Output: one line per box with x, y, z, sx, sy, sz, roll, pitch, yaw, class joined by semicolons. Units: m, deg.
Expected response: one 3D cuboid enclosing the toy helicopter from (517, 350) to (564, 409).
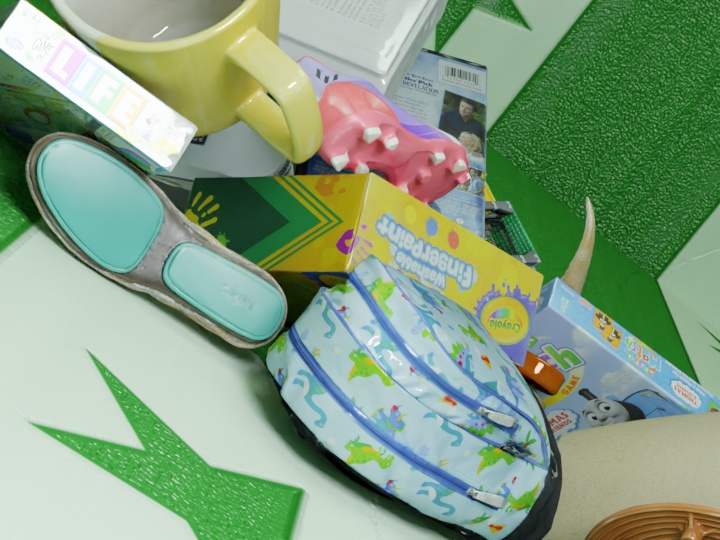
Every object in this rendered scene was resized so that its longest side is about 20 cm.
0.050;0.061;1.636;0.199;0.079;0.132;28;-7;27;toy helicopter

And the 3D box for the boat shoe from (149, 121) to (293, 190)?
-0.139;-0.089;1.548;0.199;0.071;0.070;13;-26;14;boat shoe

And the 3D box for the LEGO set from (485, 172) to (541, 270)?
0.038;-0.036;1.713;0.116;0.153;0.201;-2;69;-53;LEGO set

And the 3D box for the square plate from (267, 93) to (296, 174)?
-0.091;-0.105;1.689;0.198;0.029;0.200;34;-18;3;square plate

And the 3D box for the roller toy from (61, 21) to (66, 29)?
-0.148;-0.221;1.798;0.139;0.201;0.183;19;20;-35;roller toy

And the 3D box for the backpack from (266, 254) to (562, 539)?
0.032;0.079;1.365;0.199;0.154;0.164;16;31;-34;backpack

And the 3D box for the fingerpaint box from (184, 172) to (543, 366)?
0.000;0.000;1.496;0.166;0.074;0.200;1;-19;42;fingerpaint box

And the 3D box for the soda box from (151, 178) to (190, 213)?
-0.126;-0.082;1.631;0.200;0.068;0.063;38;6;-6;soda box

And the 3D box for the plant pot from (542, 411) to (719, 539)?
0.226;0.171;1.469;0.199;0.189;0.187;9;5;13;plant pot

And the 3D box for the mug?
-0.111;-0.146;1.371;0.153;0.148;0.188;80;-2;-62;mug

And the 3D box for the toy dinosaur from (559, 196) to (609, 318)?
0.156;0.047;1.741;0.101;0.200;0.058;30;27;-15;toy dinosaur

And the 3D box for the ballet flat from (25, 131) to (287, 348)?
-0.136;-0.015;1.376;0.200;0.068;0.067;40;-10;-19;ballet flat

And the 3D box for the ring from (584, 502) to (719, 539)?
0.229;0.220;1.378;0.200;0.200;0.019;37;52;-10;ring

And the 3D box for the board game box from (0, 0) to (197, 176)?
-0.195;-0.109;1.392;0.134;0.034;0.200;36;-14;-18;board game box

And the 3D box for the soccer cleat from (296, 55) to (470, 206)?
0.016;-0.092;1.475;0.077;0.067;0.200;60;17;21;soccer cleat

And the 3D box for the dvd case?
0.025;-0.100;1.607;0.142;0.018;0.201;15;45;-10;dvd case

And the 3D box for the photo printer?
-0.049;-0.200;1.609;0.199;0.070;0.167;22;45;7;photo printer

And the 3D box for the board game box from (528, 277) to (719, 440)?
0.179;0.103;1.718;0.200;0.151;0.037;36;47;-16;board game box
